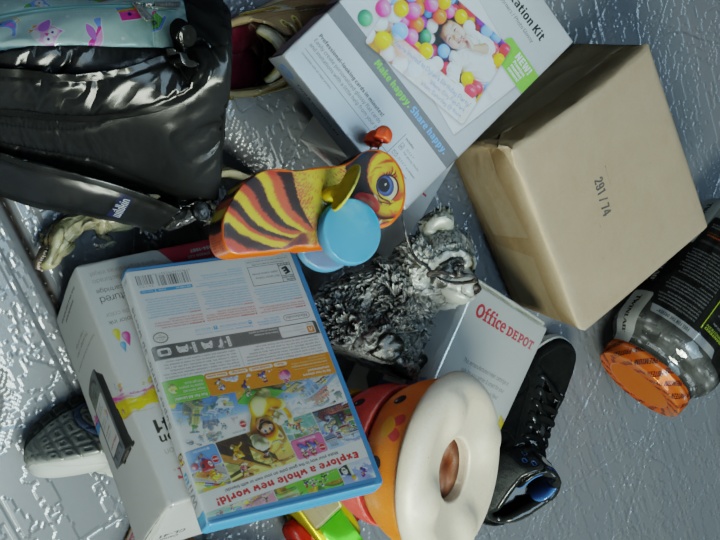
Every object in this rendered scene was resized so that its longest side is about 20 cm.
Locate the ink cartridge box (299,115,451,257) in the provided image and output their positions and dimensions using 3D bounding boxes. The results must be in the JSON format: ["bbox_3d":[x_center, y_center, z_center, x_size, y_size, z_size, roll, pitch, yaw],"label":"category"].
[{"bbox_3d":[0.028,-0.123,1.127,0.115,0.067,0.202,39,79,-46],"label":"ink cartridge box"}]

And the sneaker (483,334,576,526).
[{"bbox_3d":[0.166,0.158,1.269,0.201,0.111,0.073,-52,123,-11],"label":"sneaker"}]

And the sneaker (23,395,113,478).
[{"bbox_3d":[-0.170,0.143,1.077,0.197,0.075,0.088,-7,124,-25],"label":"sneaker"}]

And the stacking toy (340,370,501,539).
[{"bbox_3d":[-0.001,0.142,1.065,0.145,0.198,0.149,-15,108,-56],"label":"stacking toy"}]

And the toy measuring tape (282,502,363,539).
[{"bbox_3d":[-0.056,0.189,1.178,0.073,0.073,0.201,-38,97,-19],"label":"toy measuring tape"}]

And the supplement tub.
[{"bbox_3d":[0.335,0.038,1.342,0.200,0.122,0.123,-49,122,-13],"label":"supplement tub"}]

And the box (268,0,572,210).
[{"bbox_3d":[0.051,-0.172,1.053,0.200,0.041,0.156,-44,108,-13],"label":"box"}]

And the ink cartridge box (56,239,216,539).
[{"bbox_3d":[-0.126,0.086,1.016,0.146,0.202,0.086,-12,153,-31],"label":"ink cartridge box"}]

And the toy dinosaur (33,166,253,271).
[{"bbox_3d":[-0.153,-0.048,1.029,0.198,0.088,0.048,-21,109,-27],"label":"toy dinosaur"}]

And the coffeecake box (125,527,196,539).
[{"bbox_3d":[-0.155,0.333,1.129,0.152,0.073,0.202,25,88,-34],"label":"coffeecake box"}]

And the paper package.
[{"bbox_3d":[0.203,-0.082,1.241,0.190,0.103,0.202,-36,117,-20],"label":"paper package"}]

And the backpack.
[{"bbox_3d":[-0.192,-0.123,0.930,0.197,0.127,0.169,2,128,-10],"label":"backpack"}]

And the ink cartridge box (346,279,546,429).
[{"bbox_3d":[0.065,0.106,1.188,0.145,0.087,0.202,29,87,-52],"label":"ink cartridge box"}]

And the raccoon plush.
[{"bbox_3d":[0.000,0.000,1.086,0.197,0.097,0.136,20,81,10],"label":"raccoon plush"}]

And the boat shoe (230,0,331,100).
[{"bbox_3d":[-0.076,-0.169,1.061,0.198,0.066,0.075,-23,112,-28],"label":"boat shoe"}]

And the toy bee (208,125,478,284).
[{"bbox_3d":[-0.014,-0.053,0.990,0.198,0.130,0.111,10,79,-44],"label":"toy bee"}]

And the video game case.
[{"bbox_3d":[-0.080,0.080,0.976,0.141,0.018,0.202,-7,62,-31],"label":"video game case"}]
